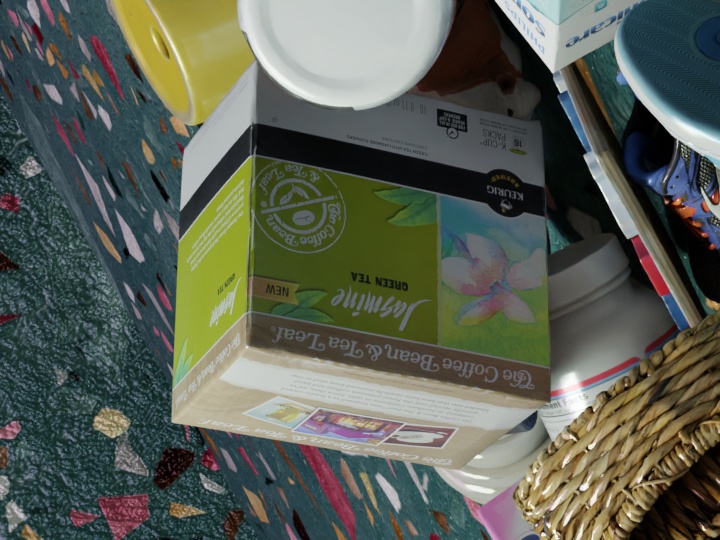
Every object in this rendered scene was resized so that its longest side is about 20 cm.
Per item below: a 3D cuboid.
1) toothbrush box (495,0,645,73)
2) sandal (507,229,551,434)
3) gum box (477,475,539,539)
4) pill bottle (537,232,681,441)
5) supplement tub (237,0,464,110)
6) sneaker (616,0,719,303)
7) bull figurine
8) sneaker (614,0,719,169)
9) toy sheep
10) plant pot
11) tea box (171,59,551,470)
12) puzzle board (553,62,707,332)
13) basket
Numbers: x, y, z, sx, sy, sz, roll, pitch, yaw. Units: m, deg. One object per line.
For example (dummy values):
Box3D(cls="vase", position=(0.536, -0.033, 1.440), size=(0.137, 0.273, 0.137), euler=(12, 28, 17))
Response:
Box3D(cls="toothbrush box", position=(0.098, -0.225, 1.225), size=(0.147, 0.085, 0.200), euler=(54, 164, 26))
Box3D(cls="sandal", position=(0.092, 0.015, 1.562), size=(0.076, 0.043, 0.201), euler=(55, -146, -46))
Box3D(cls="gum box", position=(0.186, 0.138, 1.385), size=(0.114, 0.200, 0.066), euler=(52, 175, 43))
Box3D(cls="pill bottle", position=(0.169, 0.083, 1.503), size=(0.200, 0.109, 0.109), euler=(64, 165, -7))
Box3D(cls="supplement tub", position=(0.001, -0.172, 1.384), size=(0.200, 0.122, 0.123), euler=(-67, -47, -72))
Box3D(cls="sneaker", position=(0.178, -0.060, 1.271), size=(0.075, 0.078, 0.200), euler=(45, 158, 49))
Box3D(cls="bull figurine", position=(0.037, -0.163, 1.520), size=(0.065, 0.121, 0.201), euler=(-60, -48, -76))
Box3D(cls="sneaker", position=(0.203, -0.044, 1.173), size=(0.200, 0.079, 0.131), euler=(42, 159, 27))
Box3D(cls="toy sheep", position=(0.104, 0.107, 1.734), size=(0.138, 0.138, 0.200), euler=(52, -178, 31))
Box3D(cls="plant pot", position=(-0.066, -0.198, 1.631), size=(0.201, 0.189, 0.201), euler=(54, 165, 23))
Box3D(cls="tea box", position=(0.000, 0.000, 1.441), size=(0.134, 0.199, 0.197), euler=(137, 139, -56))
Box3D(cls="puzzle board", position=(0.156, -0.035, 1.336), size=(0.200, 0.017, 0.151), euler=(57, -170, -36))
Box3D(cls="basket", position=(0.203, 0.120, 1.235), size=(0.149, 0.200, 0.143), euler=(54, -175, 29))
